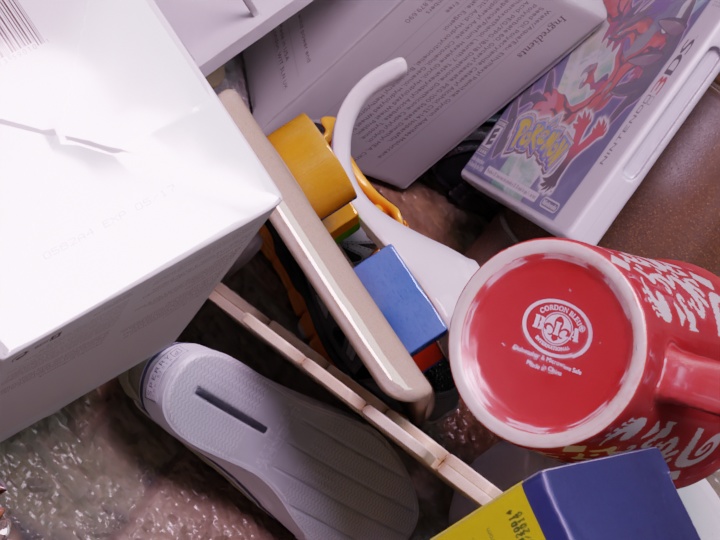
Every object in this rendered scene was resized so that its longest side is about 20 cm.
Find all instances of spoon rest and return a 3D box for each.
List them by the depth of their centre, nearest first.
[{"bbox_3d":[0.030,-0.015,1.403,0.099,0.060,0.201,123,-52,-87],"label":"spoon rest"}]

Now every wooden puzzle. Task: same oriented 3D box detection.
[{"bbox_3d":[-0.007,-0.009,1.332,0.186,0.046,0.200,57,0,7],"label":"wooden puzzle"}]

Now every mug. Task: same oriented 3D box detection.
[{"bbox_3d":[0.150,0.042,1.340,0.200,0.177,0.134,18,59,-65],"label":"mug"}]

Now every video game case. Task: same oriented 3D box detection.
[{"bbox_3d":[0.145,-0.108,1.465,0.023,0.183,0.200,35,1,-19],"label":"video game case"}]

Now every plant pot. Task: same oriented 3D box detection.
[{"bbox_3d":[0.186,-0.027,1.540,0.200,0.199,0.200,31,14,-9],"label":"plant pot"}]

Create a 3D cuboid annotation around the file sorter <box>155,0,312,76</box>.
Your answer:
[{"bbox_3d":[-0.065,-0.235,1.411,0.139,0.200,0.125,55,-1,27],"label":"file sorter"}]

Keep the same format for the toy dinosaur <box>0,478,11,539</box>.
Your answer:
[{"bbox_3d":[-0.241,0.155,1.051,0.199,0.086,0.136,-2,49,-31],"label":"toy dinosaur"}]

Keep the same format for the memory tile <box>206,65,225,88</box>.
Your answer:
[{"bbox_3d":[-0.170,-0.170,1.474,0.200,0.017,0.153,51,34,-1],"label":"memory tile"}]

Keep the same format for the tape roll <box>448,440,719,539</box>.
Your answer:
[{"bbox_3d":[0.147,0.177,1.481,0.202,0.071,0.203,29,41,-29],"label":"tape roll"}]

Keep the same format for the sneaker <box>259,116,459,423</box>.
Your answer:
[{"bbox_3d":[0.000,0.000,1.465,0.200,0.077,0.078,55,32,2],"label":"sneaker"}]

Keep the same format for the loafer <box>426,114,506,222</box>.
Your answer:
[{"bbox_3d":[0.120,-0.051,1.658,0.200,0.072,0.063,17,52,-44],"label":"loafer"}]

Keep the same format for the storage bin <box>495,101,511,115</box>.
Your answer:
[{"bbox_3d":[0.126,-0.165,1.666,0.134,0.200,0.146,-11,68,-42],"label":"storage bin"}]

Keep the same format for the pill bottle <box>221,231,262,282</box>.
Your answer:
[{"bbox_3d":[-0.143,-0.074,1.333,0.113,0.113,0.200,-21,75,-54],"label":"pill bottle"}]

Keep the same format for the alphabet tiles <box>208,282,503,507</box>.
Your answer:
[{"bbox_3d":[0.003,0.072,1.338,0.200,0.015,0.196,36,-4,15],"label":"alphabet tiles"}]

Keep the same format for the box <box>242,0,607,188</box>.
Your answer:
[{"bbox_3d":[0.026,-0.195,1.561,0.130,0.200,0.200,18,46,-37],"label":"box"}]

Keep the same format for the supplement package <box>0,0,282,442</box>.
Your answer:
[{"bbox_3d":[-0.160,-0.024,1.153,0.151,0.200,0.151,-30,82,-26],"label":"supplement package"}]

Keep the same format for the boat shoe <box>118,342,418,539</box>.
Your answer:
[{"bbox_3d":[-0.046,0.090,1.340,0.200,0.072,0.062,40,-8,-36],"label":"boat shoe"}]

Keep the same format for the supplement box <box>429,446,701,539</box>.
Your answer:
[{"bbox_3d":[0.076,0.186,1.275,0.109,0.200,0.109,-5,65,-51],"label":"supplement box"}]
